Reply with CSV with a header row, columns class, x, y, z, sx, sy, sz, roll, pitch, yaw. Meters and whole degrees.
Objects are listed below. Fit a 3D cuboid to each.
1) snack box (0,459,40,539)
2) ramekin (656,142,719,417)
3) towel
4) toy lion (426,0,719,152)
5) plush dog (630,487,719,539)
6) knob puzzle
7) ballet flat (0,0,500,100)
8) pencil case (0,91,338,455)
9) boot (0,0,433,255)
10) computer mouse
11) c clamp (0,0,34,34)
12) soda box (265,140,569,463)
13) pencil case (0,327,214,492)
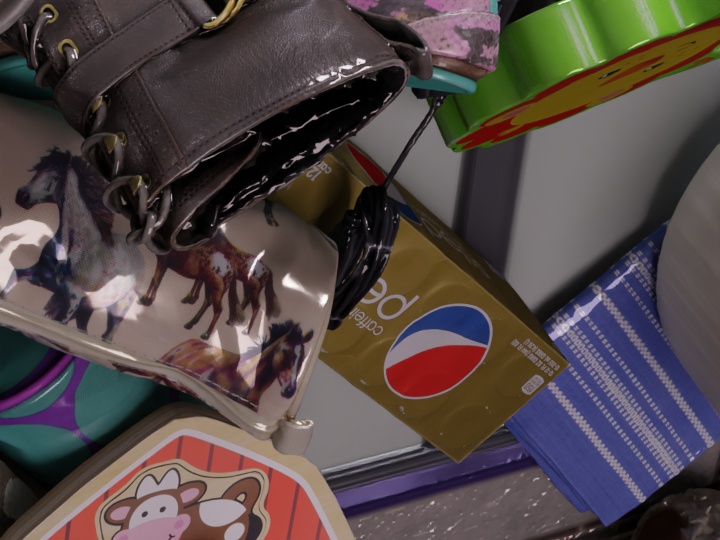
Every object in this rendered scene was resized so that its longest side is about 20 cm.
class,x,y,z,sx,sy,sz,roll,pitch,yaw
snack box,-0.173,0.107,0.959,0.116,0.037,0.200,-3,145,25
ramekin,0.228,0.002,1.097,0.199,0.098,0.201,-16,130,-20
towel,0.156,0.024,1.154,0.200,0.024,0.145,-40,136,2
toy lion,0.125,-0.099,0.953,0.191,0.069,0.200,-27,174,35
plush dog,0.255,0.168,1.227,0.200,0.172,0.161,-35,139,-4
knob puzzle,-0.078,0.141,0.959,0.219,0.030,0.221,-21,132,-25
ballet flat,-0.042,-0.096,0.850,0.069,0.199,0.072,18,75,-60
pencil case,-0.100,-0.005,0.862,0.199,0.090,0.078,22,156,-12
boot,-0.099,-0.075,0.780,0.199,0.174,0.069,-29,153,-7
computer mouse,0.014,-0.061,0.881,0.034,0.059,0.201,19,116,-14
c clamp,-0.197,-0.110,0.724,0.199,0.027,0.171,-23,111,4
soda box,0.000,0.000,0.998,0.068,0.064,0.200,-42,137,8
pencil case,-0.093,0.071,0.987,0.092,0.085,0.200,-13,142,22
